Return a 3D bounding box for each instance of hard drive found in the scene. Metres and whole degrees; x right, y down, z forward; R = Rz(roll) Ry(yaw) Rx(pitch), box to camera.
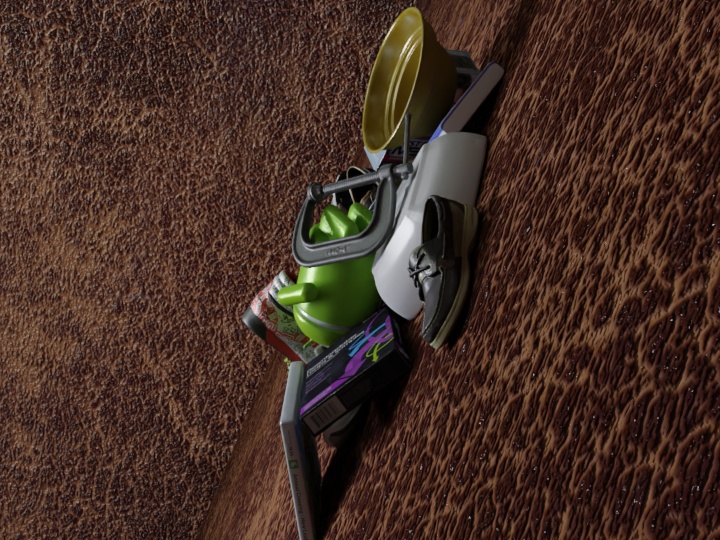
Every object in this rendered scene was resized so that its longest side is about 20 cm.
[{"bbox_3d":[0.118,-0.184,1.512,0.132,0.025,0.200,-52,-1,-25],"label":"hard drive"}]

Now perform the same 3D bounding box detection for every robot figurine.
[{"bbox_3d":[-0.026,0.014,1.498,0.116,0.174,0.202,42,127,43],"label":"robot figurine"}]

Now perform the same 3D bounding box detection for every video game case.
[{"bbox_3d":[-0.076,0.242,1.484,0.200,0.022,0.185,-88,-10,-73],"label":"video game case"}]

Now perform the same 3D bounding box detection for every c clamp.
[{"bbox_3d":[-0.010,-0.088,1.409,0.198,0.027,0.173,-17,61,38],"label":"c clamp"}]

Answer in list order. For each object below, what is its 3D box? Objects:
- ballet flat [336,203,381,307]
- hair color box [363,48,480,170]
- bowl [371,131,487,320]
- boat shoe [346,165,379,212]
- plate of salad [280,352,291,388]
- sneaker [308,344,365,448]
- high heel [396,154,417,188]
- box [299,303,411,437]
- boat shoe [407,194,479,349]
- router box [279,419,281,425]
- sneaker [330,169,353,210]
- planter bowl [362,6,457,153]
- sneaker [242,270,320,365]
[{"bbox_3d":[0.000,0.000,1.597,0.068,0.066,0.203,-90,-5,-70],"label":"ballet flat"},{"bbox_3d":[0.090,-0.236,1.677,0.201,0.098,0.061,-63,38,39],"label":"hair color box"},{"bbox_3d":[0.079,-0.064,1.382,0.201,0.074,0.201,121,168,-48],"label":"bowl"},{"bbox_3d":[0.026,-0.077,1.572,0.072,0.072,0.201,-51,39,17],"label":"boat shoe"},{"bbox_3d":[-0.094,0.093,1.812,0.200,0.047,0.203,-160,89,-85],"label":"plate of salad"},{"bbox_3d":[-0.037,0.166,1.517,0.201,0.086,0.075,-82,17,-62],"label":"sneaker"},{"bbox_3d":[0.045,-0.071,1.711,0.143,0.071,0.202,123,166,-72],"label":"high heel"},{"bbox_3d":[-0.009,0.118,1.379,0.142,0.036,0.200,-37,10,6],"label":"box"},{"bbox_3d":[0.080,-0.002,1.186,0.201,0.064,0.074,-76,12,-48],"label":"boat shoe"},{"bbox_3d":[-0.067,0.157,1.901,0.201,0.061,0.151,-75,10,-47],"label":"router box"},{"bbox_3d":[-0.024,-0.047,1.679,0.079,0.073,0.203,116,168,-71],"label":"sneaker"},{"bbox_3d":[0.077,-0.246,1.521,0.200,0.082,0.203,-165,90,-72],"label":"planter bowl"},{"bbox_3d":[-0.062,0.085,1.610,0.108,0.200,0.067,-50,16,11],"label":"sneaker"}]
